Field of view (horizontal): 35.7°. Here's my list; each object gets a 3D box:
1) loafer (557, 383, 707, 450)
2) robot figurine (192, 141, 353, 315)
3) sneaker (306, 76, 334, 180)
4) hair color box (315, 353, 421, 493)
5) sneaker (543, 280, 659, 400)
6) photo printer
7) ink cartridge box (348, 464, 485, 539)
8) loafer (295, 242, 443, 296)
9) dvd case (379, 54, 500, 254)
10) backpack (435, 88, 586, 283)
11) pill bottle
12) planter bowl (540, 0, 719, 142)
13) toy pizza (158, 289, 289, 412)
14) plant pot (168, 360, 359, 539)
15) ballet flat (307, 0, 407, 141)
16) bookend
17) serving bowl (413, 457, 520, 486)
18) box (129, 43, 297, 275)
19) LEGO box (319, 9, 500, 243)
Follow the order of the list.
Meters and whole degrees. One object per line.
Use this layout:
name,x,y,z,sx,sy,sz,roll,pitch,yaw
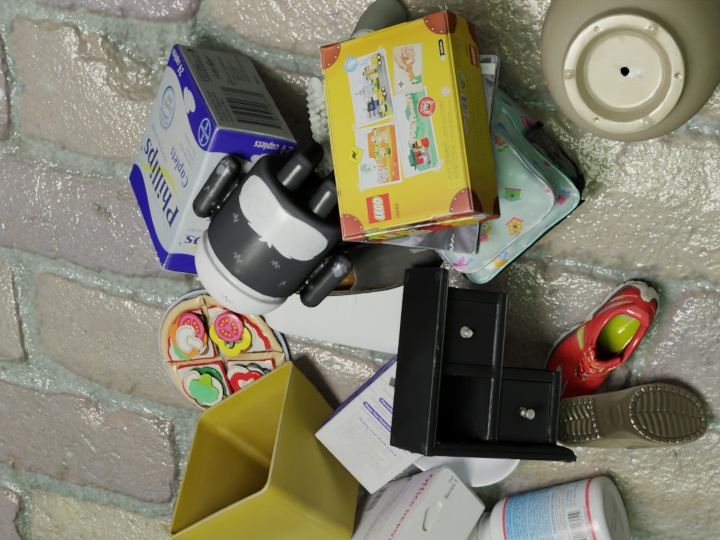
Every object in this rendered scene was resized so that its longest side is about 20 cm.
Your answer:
loafer,0.316,0.177,1.342,0.197,0.068,0.077,1,77,-8
robot figurine,-0.093,-0.044,1.209,0.200,0.124,0.151,-49,56,24
sneaker,0.000,-0.131,1.263,0.070,0.098,0.202,43,144,46
hair color box,0.042,0.181,1.387,0.109,0.065,0.200,45,133,0
sneaker,0.275,0.096,1.322,0.077,0.085,0.201,33,121,2
photo printer,-0.026,0.009,1.379,0.197,0.070,0.169,11,114,4
ink cartridge box,0.050,0.346,1.450,0.084,0.146,0.199,45,145,-10
loafer,0.000,0.000,1.294,0.197,0.072,0.074,-11,107,11
dvd case,0.067,-0.125,1.171,0.147,0.016,0.203,8,92,30
backpack,0.128,-0.106,1.239,0.175,0.153,0.201,-41,83,23
pill bottle,0.236,0.337,1.439,0.198,0.109,0.110,-18,108,26
planter bowl,0.274,-0.218,1.143,0.197,0.135,0.203,8,116,16
toy pizza,-0.191,0.121,1.532,0.197,0.032,0.203,8,117,16
plant pot,-0.108,0.277,1.482,0.176,0.202,0.199,38,129,-27
ballet flat,-0.003,-0.215,1.284,0.067,0.064,0.201,30,121,5
bookend,0.146,0.109,1.265,0.197,0.092,0.202,8,86,-25
serving bowl,0.125,0.172,1.416,0.198,0.066,0.202,16,125,23
box,-0.179,-0.127,1.311,0.104,0.185,0.201,5,127,-31
LEGO box,0.049,-0.140,1.128,0.147,0.077,0.203,-10,84,29
